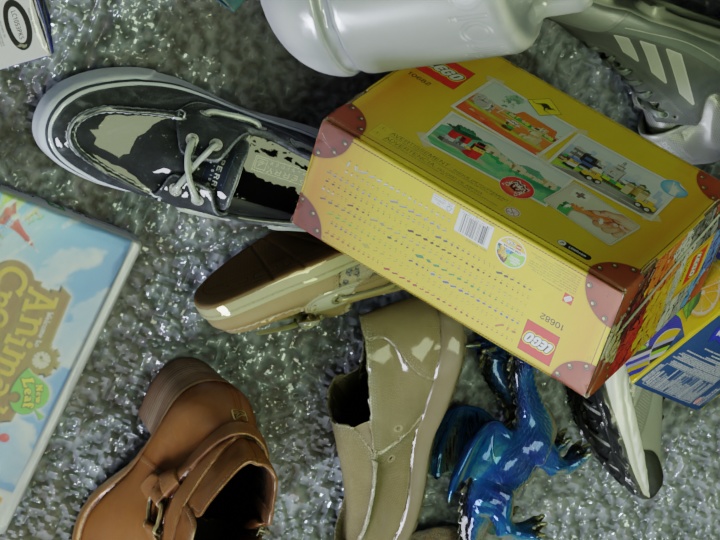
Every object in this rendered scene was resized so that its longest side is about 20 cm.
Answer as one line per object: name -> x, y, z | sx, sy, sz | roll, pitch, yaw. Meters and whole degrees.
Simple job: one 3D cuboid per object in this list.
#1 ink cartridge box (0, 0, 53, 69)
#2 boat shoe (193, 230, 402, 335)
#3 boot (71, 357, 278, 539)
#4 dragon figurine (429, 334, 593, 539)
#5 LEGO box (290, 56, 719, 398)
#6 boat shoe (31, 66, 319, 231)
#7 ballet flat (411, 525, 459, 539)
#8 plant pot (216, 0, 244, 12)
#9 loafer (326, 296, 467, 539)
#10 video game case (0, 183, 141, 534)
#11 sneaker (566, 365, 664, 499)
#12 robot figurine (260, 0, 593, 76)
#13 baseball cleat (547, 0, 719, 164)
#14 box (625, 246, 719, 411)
ink cartridge box -> -0.247, -0.166, 1.497 | 0.200, 0.076, 0.137 | -16, 116, -1
boat shoe -> 0.000, 0.000, 1.667 | 0.200, 0.073, 0.063 | -21, 113, -11
boot -> -0.104, 0.163, 1.647 | 0.077, 0.155, 0.200 | 19, 103, -25
dragon figurine -> 0.075, 0.120, 1.745 | 0.099, 0.059, 0.200 | 34, 90, -26
LEGO box -> 0.087, -0.036, 1.576 | 0.149, 0.200, 0.077 | -37, 152, -49
boat shoe -> -0.088, -0.062, 1.614 | 0.200, 0.068, 0.072 | 16, 105, -24
ballet flat -> -0.005, 0.221, 1.755 | 0.200, 0.067, 0.068 | -23, 117, -10
plant pot -> -0.064, -0.270, 1.503 | 0.200, 0.141, 0.141 | -46, 118, -1
loafer -> 0.010, 0.095, 1.702 | 0.067, 0.076, 0.200 | 9, 119, -11
video game case -> -0.247, 0.039, 1.624 | 0.182, 0.022, 0.200 | 21, 102, -25
sneaker -> 0.170, 0.052, 1.749 | 0.079, 0.074, 0.200 | -19, 116, -18
robot figurine -> 0.028, -0.169, 1.560 | 0.200, 0.113, 0.170 | -6, 162, 20
baseball cleat -> 0.172, -0.119, 1.684 | 0.200, 0.070, 0.107 | 15, 111, -20
box -> 0.237, -0.007, 1.634 | 0.064, 0.070, 0.200 | 21, 130, -38
